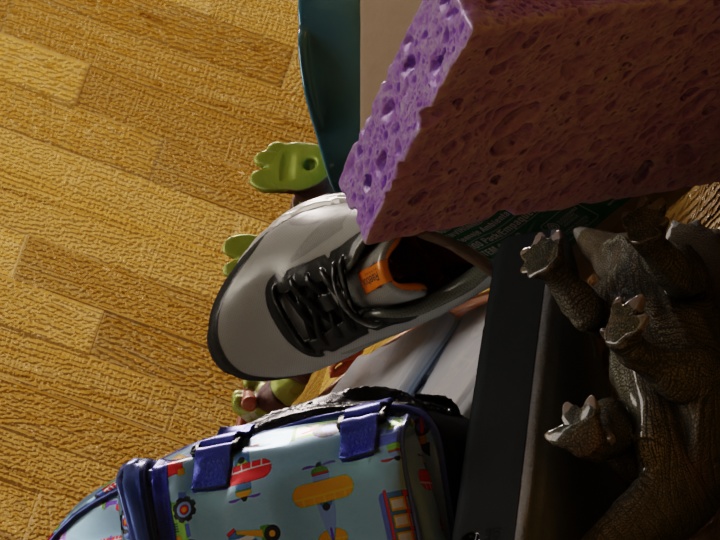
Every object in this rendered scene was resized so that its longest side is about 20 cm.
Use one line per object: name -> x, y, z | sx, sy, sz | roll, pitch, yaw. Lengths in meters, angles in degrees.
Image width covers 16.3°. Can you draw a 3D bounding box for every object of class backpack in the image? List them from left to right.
backpack -> -0.046, 0.143, 0.924 | 0.134, 0.199, 0.184 | 25, -123, -72

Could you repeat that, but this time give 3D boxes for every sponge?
sponge -> 0.097, -0.067, 0.849 | 0.030, 0.199, 0.112 | 63, 146, 28

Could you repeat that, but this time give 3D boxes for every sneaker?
sneaker -> 0.000, 0.000, 1.136 | 0.200, 0.074, 0.079 | -28, 7, 34

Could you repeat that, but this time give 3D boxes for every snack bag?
snack bag -> -0.002, 0.084, 1.104 | 0.189, 0.021, 0.200 | -53, 11, -26

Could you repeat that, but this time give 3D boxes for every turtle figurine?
turtle figurine -> -0.025, 0.013, 1.297 | 0.201, 0.064, 0.161 | -60, -22, -14

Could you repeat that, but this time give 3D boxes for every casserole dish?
casserole dish -> 0.016, -0.083, 1.295 | 0.200, 0.039, 0.122 | 28, -128, -71

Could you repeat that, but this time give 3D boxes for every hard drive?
hard drive -> 0.070, 0.098, 0.923 | 0.200, 0.033, 0.140 | -78, -25, -54

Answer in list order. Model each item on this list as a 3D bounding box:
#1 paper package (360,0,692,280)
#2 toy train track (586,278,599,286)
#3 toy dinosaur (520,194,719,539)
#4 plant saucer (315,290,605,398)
paper package -> 0.095, -0.118, 1.011 | 0.200, 0.103, 0.191 | -41, 33, 36
toy train track -> 0.083, 0.022, 1.112 | 0.115, 0.033, 0.200 | -40, 6, 11
toy dinosaur -> 0.108, 0.040, 0.886 | 0.077, 0.102, 0.201 | -31, 44, 27
plant saucer -> 0.037, 0.077, 1.225 | 0.199, 0.038, 0.200 | -30, 18, 11
